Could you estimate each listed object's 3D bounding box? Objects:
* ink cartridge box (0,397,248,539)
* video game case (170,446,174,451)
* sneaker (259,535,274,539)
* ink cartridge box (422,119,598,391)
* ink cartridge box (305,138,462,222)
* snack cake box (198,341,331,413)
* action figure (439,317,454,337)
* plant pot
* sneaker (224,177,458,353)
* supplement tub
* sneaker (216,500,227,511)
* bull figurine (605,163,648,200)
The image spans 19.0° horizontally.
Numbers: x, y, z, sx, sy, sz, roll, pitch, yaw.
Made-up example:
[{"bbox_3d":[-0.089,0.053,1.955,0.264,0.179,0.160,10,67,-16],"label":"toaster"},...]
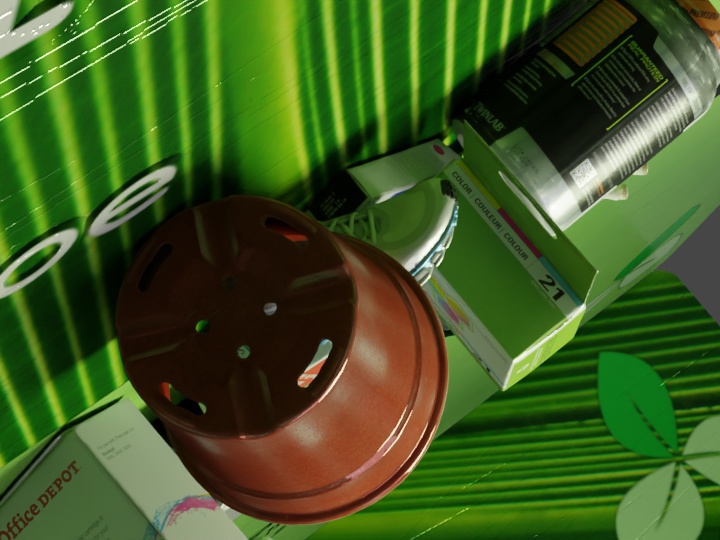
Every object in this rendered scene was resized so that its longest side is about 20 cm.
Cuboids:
[{"bbox_3d":[-0.173,0.219,1.629,0.145,0.200,0.085,-45,173,32],"label":"ink cartridge box"},{"bbox_3d":[-0.112,0.148,1.821,0.142,0.019,0.200,-13,174,-14],"label":"video game case"},{"bbox_3d":[-0.180,0.460,3.156,0.080,0.070,0.200,-34,169,-49],"label":"sneaker"},{"bbox_3d":[0.090,-0.009,1.552,0.076,0.148,0.200,-38,169,-8],"label":"ink cartridge box"},{"bbox_3d":[0.016,-0.050,1.612,0.095,0.037,0.200,-46,167,28],"label":"ink cartridge box"},{"bbox_3d":[-0.061,0.067,1.720,0.115,0.067,0.200,-32,172,8],"label":"snack cake box"},{"bbox_3d":[0.052,0.031,1.780,0.118,0.055,0.200,-8,-177,0],"label":"action figure"},{"bbox_3d":[-0.058,0.048,1.351,0.201,0.201,0.195,-40,163,0],"label":"plant pot"},{"bbox_3d":[-0.023,-0.008,1.489,0.200,0.087,0.075,-36,-147,20],"label":"sneaker"},{"bbox_3d":[0.178,-0.129,1.607,0.200,0.123,0.123,-39,171,-3],"label":"supplement tub"},{"bbox_3d":[-0.146,0.201,2.070,0.108,0.067,0.201,-36,173,-31],"label":"sneaker"},{"bbox_3d":[0.193,-0.097,1.951,0.121,0.065,0.200,-4,171,-10],"label":"bull figurine"}]
